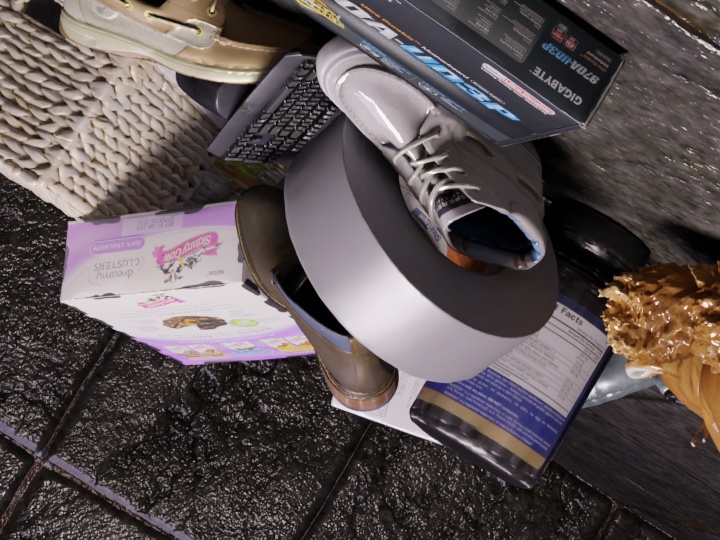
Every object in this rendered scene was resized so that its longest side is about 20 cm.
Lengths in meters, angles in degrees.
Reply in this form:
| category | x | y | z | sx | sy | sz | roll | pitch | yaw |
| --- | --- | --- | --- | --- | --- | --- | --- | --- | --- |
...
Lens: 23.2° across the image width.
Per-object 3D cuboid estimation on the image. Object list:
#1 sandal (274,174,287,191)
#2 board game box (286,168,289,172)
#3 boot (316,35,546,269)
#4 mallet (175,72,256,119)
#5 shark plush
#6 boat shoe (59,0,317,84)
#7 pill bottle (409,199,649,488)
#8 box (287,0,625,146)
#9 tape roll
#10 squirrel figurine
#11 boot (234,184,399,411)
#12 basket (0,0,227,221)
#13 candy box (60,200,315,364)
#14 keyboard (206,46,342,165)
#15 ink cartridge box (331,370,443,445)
| category | x | y | z | sx | sy | sz | roll | pitch | yaw |
| --- | --- | --- | --- | --- | --- | --- | --- | --- | --- |
| sandal | 0.000 | 0.000 | 1.448 | 0.200 | 0.043 | 0.076 | 41 | -169 | -12 |
| board game box | 0.010 | -0.024 | 1.336 | 0.134 | 0.029 | 0.200 | 42 | -175 | -14 |
| boot | 0.054 | -0.074 | 1.139 | 0.200 | 0.073 | 0.096 | 28 | -141 | -36 |
| mallet | -0.046 | -0.124 | 1.353 | 0.199 | 0.041 | 0.066 | 15 | -165 | -35 |
| shark plush | 0.247 | 0.077 | 1.358 | 0.199 | 0.084 | 0.091 | 6 | 140 | 22 |
| boat shoe | -0.125 | -0.185 | 1.274 | 0.199 | 0.067 | 0.074 | 11 | -149 | 8 |
| pill bottle | 0.131 | 0.053 | 1.318 | 0.112 | 0.201 | 0.112 | 31 | 173 | 4 |
| box | 0.033 | -0.146 | 0.979 | 0.200 | 0.046 | 0.159 | 34 | 173 | -11 |
| tape roll | 0.044 | -0.025 | 1.209 | 0.200 | 0.201 | 0.066 | 35 | 128 | -24 |
| squirrel figurine | 0.256 | 0.056 | 1.214 | 0.200 | 0.141 | 0.187 | 51 | 176 | -25 |
| boot | -0.033 | -0.002 | 1.249 | 0.200 | 0.074 | 0.097 | 55 | 168 | 25 |
| basket | -0.240 | -0.139 | 1.468 | 0.198 | 0.161 | 0.200 | 31 | 175 | 27 |
| candy box | -0.121 | 0.015 | 1.439 | 0.167 | 0.072 | 0.200 | -5 | 160 | 24 |
| keyboard | -0.026 | -0.115 | 1.275 | 0.126 | 0.021 | 0.200 | -2 | 165 | -22 |
| ink cartridge box | 0.090 | 0.085 | 1.526 | 0.199 | 0.137 | 0.076 | 19 | -175 | 9 |
